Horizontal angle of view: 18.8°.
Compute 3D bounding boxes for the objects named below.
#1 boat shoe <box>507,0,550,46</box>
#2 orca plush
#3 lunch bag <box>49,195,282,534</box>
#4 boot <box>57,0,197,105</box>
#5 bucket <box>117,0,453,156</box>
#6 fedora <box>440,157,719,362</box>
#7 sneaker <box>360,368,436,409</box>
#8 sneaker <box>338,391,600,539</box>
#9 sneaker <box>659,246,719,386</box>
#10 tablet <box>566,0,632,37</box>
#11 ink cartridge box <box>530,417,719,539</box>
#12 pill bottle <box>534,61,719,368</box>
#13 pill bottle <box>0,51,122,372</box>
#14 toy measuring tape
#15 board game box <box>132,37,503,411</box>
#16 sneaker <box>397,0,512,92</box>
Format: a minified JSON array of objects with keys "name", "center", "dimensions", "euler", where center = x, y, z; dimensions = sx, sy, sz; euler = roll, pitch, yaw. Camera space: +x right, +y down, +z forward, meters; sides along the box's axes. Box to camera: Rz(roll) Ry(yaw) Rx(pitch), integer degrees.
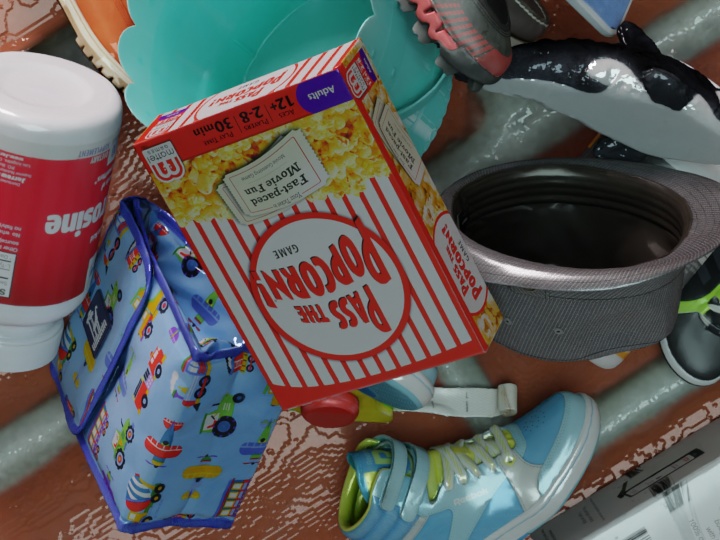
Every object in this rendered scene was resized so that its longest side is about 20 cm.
[{"name":"boat shoe","center":[0.068,-0.224,1.475],"dimensions":[0.060,0.072,0.200],"euler":[-43,122,15]},{"name":"orca plush","center":[0.163,-0.128,1.434],"dimensions":[0.199,0.105,0.071],"euler":[9,60,12]},{"name":"lunch bag","center":[-0.141,0.056,1.482],"dimensions":[0.094,0.200,0.151],"euler":[3,123,-37]},{"name":"boot","center":[-0.157,-0.190,1.493],"dimensions":[0.107,0.075,0.200],"euler":[-36,98,-3]},{"name":"bucket","center":[-0.044,-0.143,1.432],"dimensions":[0.206,0.135,0.208],"euler":[-12,65,27]},{"name":"fedora","center":[0.140,-0.001,1.399],"dimensions":[0.199,0.177,0.091],"euler":[4,120,13]},{"name":"sneaker","center":[0.000,0.000,1.479],"dimensions":[0.200,0.080,0.131],"euler":[34,77,31]},{"name":"sneaker","center":[0.068,0.139,1.536],"dimensions":[0.130,0.080,0.200],"euler":[40,98,-25]},{"name":"sneaker","center":[0.273,-0.010,1.541],"dimensions":[0.071,0.083,0.201],"euler":[23,97,-7]},{"name":"tablet","center":[0.163,-0.271,1.461],"dimensions":[0.130,0.014,0.201],"euler":[40,62,-29]},{"name":"ink cartridge box","center":[0.247,0.208,1.573],"dimensions":[0.199,0.084,0.146],"euler":[-31,100,1]},{"name":"pill bottle","center":[0.193,-0.040,1.515],"dimensions":[0.116,0.116,0.200],"euler":[38,94,-8]},{"name":"pill bottle","center":[-0.231,-0.037,1.472],"dimensions":[0.112,0.112,0.201],"euler":[12,118,-5]},{"name":"toy measuring tape","center":[0.017,0.076,1.542],"dimensions":[0.199,0.074,0.074],"euler":[3,99,-4]},{"name":"board game box","center":[-0.024,-0.024,1.322],"dimensions":[0.151,0.046,0.201],"euler":[-18,112,28]},{"name":"sneaker","center":[0.065,-0.216,1.360],"dimensions":[0.098,0.071,0.201],"euler":[-20,83,25]}]
